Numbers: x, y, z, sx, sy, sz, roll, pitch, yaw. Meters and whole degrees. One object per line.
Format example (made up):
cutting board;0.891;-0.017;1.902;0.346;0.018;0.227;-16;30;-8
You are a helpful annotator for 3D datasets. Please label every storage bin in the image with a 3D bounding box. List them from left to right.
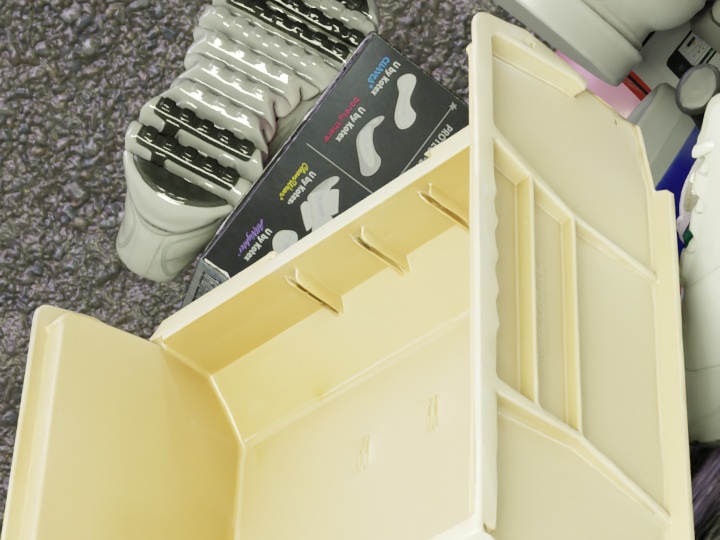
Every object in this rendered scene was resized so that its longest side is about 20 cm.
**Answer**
storage bin;-0.007;0.053;0.827;0.200;0.094;0.199;-32;39;34

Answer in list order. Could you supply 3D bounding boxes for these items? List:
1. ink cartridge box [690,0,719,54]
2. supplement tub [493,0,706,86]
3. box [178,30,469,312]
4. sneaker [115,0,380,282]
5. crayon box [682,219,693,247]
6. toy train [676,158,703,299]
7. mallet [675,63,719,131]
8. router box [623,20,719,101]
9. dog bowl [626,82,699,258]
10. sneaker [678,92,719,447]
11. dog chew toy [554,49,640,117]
ink cartridge box;0.232;-0.148;1.252;0.146;0.084;0.200;-52;1;1
supplement tub;0.128;-0.199;1.255;0.200;0.140;0.140;-52;0;3
box;0.000;0.000;1.253;0.132;0.115;0.200;-53;-1;-13
sneaker;-0.057;-0.073;1.298;0.200;0.075;0.081;-52;-10;-42
crayon box;0.191;-0.076;0.966;0.119;0.058;0.200;-52;0;36
toy train;0.080;0.023;1.050;0.200;0.055;0.151;135;142;-72
mallet;0.141;-0.039;1.069;0.066;0.041;0.200;-57;-20;9
router box;0.202;-0.165;1.399;0.200;0.049;0.179;-52;-41;0
dog bowl;0.110;0.014;1.300;0.200;0.079;0.200;-52;0;0
sneaker;0.134;-0.024;0.844;0.200;0.087;0.075;-54;1;40
dog chew toy;0.137;-0.046;1.604;0.200;0.124;0.125;-62;-5;32
